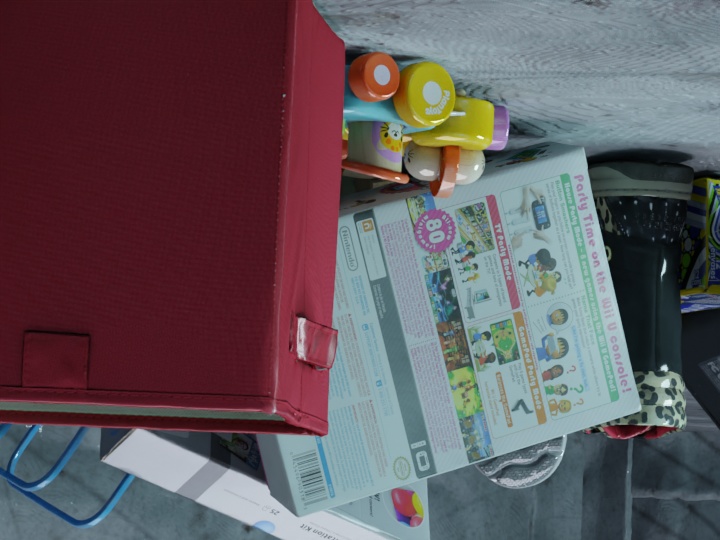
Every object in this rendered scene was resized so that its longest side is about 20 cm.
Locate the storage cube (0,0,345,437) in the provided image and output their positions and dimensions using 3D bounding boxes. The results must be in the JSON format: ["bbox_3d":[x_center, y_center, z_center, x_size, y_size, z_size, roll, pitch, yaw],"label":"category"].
[{"bbox_3d":[-0.105,-0.028,1.040,0.198,0.181,0.171,3,174,7],"label":"storage cube"}]

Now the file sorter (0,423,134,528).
[{"bbox_3d":[-0.220,0.047,1.526,0.200,0.123,0.138,41,168,-34],"label":"file sorter"}]

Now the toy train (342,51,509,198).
[{"bbox_3d":[-0.008,-0.063,1.244,0.149,0.056,0.200,1,174,15],"label":"toy train"}]

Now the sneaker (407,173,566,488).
[{"bbox_3d":[0.076,0.032,1.523,0.074,0.201,0.082,-20,-179,12],"label":"sneaker"}]

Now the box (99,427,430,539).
[{"bbox_3d":[-0.051,0.072,1.417,0.199,0.157,0.041,25,132,-28],"label":"box"}]

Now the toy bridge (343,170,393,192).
[{"bbox_3d":[-0.076,-0.049,1.377,0.199,0.027,0.067,-7,145,-15],"label":"toy bridge"}]

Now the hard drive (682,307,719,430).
[{"bbox_3d":[0.284,0.060,1.548,0.033,0.140,0.200,-44,-171,-33],"label":"hard drive"}]

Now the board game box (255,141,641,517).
[{"bbox_3d":[0.034,0.028,1.334,0.199,0.149,0.064,-15,-171,-13],"label":"board game box"}]

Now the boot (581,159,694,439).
[{"bbox_3d":[0.137,0.022,1.479,0.073,0.155,0.203,2,173,-16],"label":"boot"}]

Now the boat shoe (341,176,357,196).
[{"bbox_3d":[0.012,-0.020,1.456,0.198,0.071,0.063,2,131,8],"label":"boat shoe"}]

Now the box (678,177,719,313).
[{"bbox_3d":[0.188,-0.010,1.553,0.064,0.071,0.200,5,173,-23],"label":"box"}]
